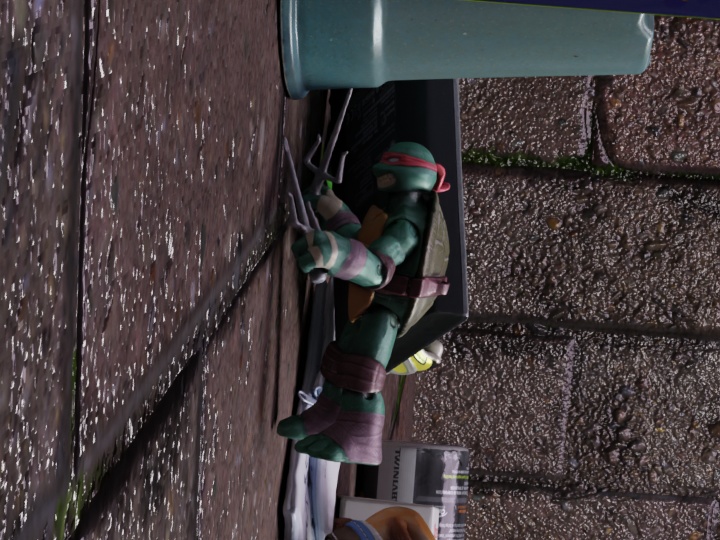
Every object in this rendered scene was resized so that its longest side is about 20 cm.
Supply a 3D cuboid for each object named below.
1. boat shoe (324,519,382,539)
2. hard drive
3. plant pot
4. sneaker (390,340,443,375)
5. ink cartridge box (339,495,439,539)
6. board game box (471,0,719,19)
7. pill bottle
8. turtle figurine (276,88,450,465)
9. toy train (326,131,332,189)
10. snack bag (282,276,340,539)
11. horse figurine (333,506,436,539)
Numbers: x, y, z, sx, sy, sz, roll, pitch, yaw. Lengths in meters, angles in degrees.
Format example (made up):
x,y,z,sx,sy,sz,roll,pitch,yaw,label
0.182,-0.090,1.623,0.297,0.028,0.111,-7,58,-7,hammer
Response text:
x,y,z,sx,sy,sz,roll,pitch,yaw,label
-0.006,0.239,1.217,0.073,0.072,0.201,94,-14,-46,boat shoe
0.020,-0.046,1.240,0.139,0.033,0.202,142,-49,-59,hard drive
0.064,-0.186,1.084,0.200,0.194,0.202,5,90,-85,plant pot
0.038,-0.001,1.734,0.076,0.076,0.202,-77,169,-56,sneaker
0.019,0.297,1.706,0.145,0.083,0.202,63,32,-81,ink cartridge box
0.036,-0.138,0.694,0.135,0.198,0.045,-78,171,-61,board game box
0.046,0.265,1.908,0.106,0.105,0.202,53,41,-84,pill bottle
0.000,0.000,1.105,0.150,0.100,0.202,-23,123,-86,turtle figurine
0.003,-0.132,1.386,0.057,0.041,0.202,68,25,-57,toy train
-0.029,0.135,1.309,0.190,0.021,0.201,91,5,-46,snack bag
0.027,0.207,1.340,0.133,0.050,0.200,62,-14,13,horse figurine
